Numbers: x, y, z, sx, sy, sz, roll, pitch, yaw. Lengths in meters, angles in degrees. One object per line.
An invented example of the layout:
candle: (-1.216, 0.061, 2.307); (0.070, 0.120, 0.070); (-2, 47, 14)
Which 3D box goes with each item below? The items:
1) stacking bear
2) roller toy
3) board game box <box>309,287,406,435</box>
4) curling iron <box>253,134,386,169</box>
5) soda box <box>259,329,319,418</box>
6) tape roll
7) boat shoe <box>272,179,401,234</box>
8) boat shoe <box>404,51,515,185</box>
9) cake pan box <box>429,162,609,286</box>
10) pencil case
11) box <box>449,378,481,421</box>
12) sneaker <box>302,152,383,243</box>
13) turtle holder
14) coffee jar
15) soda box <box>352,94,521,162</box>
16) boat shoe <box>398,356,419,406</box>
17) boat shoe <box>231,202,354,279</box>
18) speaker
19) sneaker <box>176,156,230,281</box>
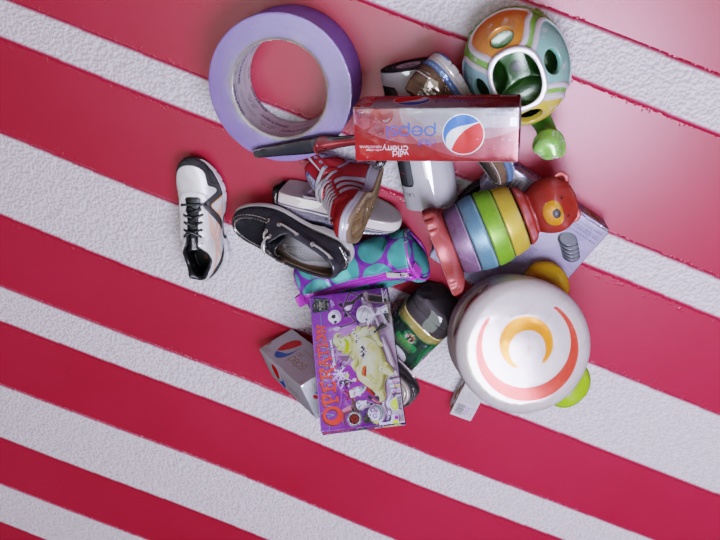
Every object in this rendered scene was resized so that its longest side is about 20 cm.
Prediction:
stacking bear: (0.196, -0.064, 1.006); (0.199, 0.114, 0.122); (-21, 101, 8)
roller toy: (0.216, 0.095, 1.046); (0.181, 0.140, 0.201); (-8, 93, 0)
board game box: (-0.006, 0.127, 1.067); (0.119, 0.201, 0.032); (-9, 158, 5)
curling iron: (-0.051, -0.161, 1.009); (0.199, 0.026, 0.050); (1, 113, 10)
soda box: (-0.090, 0.158, 1.173); (0.068, 0.200, 0.064); (-30, 111, -17)
tape roll: (-0.102, -0.259, 1.033); (0.199, 0.085, 0.201); (5, 116, 9)
boat shoe: (-0.039, -0.069, 1.128); (0.199, 0.075, 0.093); (17, 125, 11)
boat shoe: (0.128, -0.183, 0.976); (0.072, 0.072, 0.200); (-39, 109, -1)
cake pan box: (0.226, -0.049, 1.095); (0.199, 0.052, 0.185); (31, 115, -5)
pencil case: (0.000, 0.000, 1.136); (0.199, 0.093, 0.085); (-17, 121, 19)
box: (0.199, 0.155, 1.205); (0.041, 0.039, 0.201); (19, 118, -3)
sneaker: (-0.039, -0.104, 1.033); (0.112, 0.200, 0.072); (15, 119, 5)
turtle holder: (0.200, -0.239, 0.959); (0.140, 0.132, 0.186); (4, 116, 8)
coffee jar: (0.069, 0.109, 1.169); (0.085, 0.104, 0.200); (45, 116, 5)
soda box: (0.094, -0.173, 0.906); (0.199, 0.063, 0.070); (3, 117, 13)
boat shoe: (0.009, 0.128, 1.121); (0.200, 0.057, 0.067); (44, 112, 20)
boat shoe: (-0.109, -0.040, 1.091); (0.199, 0.060, 0.074); (22, 132, 14)
speaker: (0.085, -0.186, 1.036); (0.081, 0.081, 0.201); (-6, 115, 13)
sneaker: (-0.247, -0.076, 1.154); (0.073, 0.080, 0.201); (-2, 114, 13)
